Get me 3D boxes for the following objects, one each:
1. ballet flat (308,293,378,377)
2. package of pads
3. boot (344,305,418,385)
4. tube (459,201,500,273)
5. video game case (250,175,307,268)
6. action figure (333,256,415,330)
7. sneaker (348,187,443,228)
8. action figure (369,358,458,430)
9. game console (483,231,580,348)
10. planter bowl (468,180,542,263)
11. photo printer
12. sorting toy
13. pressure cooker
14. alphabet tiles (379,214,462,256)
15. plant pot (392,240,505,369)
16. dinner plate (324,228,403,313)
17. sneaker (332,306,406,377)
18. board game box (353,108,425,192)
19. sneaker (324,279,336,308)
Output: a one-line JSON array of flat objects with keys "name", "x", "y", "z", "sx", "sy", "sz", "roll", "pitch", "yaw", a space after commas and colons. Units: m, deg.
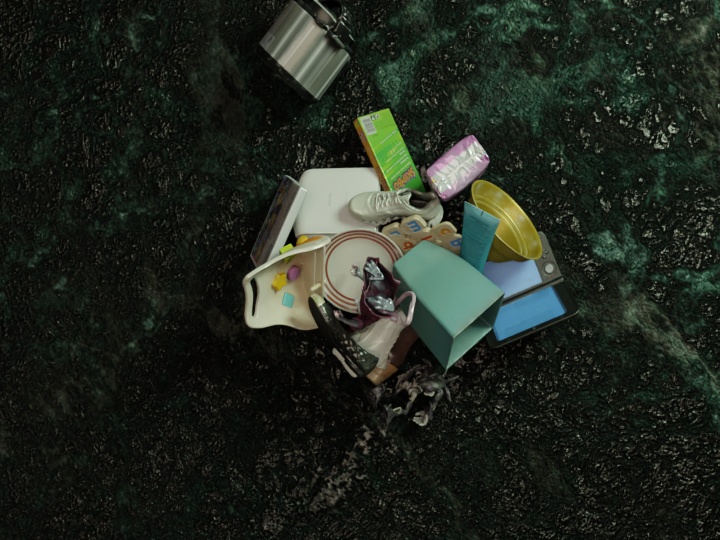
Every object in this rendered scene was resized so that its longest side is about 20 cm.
[{"name": "ballet flat", "x": -0.039, "y": 0.126, "z": 1.341, "sx": 0.057, "sy": 0.066, "sz": 0.202, "roll": -40, "pitch": 102, "yaw": -20}, {"name": "package of pads", "x": 0.193, "y": -0.199, "z": 1.345, "sx": 0.119, "sy": 0.200, "sz": 0.077, "roll": -36, "pitch": 89, "yaw": 7}, {"name": "boot", "x": 0.025, "y": 0.130, "z": 1.468, "sx": 0.199, "sy": 0.072, "sz": 0.167, "roll": 40, "pitch": 86, "yaw": 7}, {"name": "tube", "x": 0.221, "y": -0.045, "z": 1.292, "sx": 0.076, "sy": 0.203, "sz": 0.051, "roll": 26, "pitch": 56, "yaw": 19}, {"name": "video game case", "x": -0.179, "y": -0.097, "z": 1.431, "sx": 0.022, "sy": 0.182, "sz": 0.205, "roll": 22, "pitch": 98, "yaw": -21}, {"name": "action figure", "x": 0.032, "y": 0.055, "z": 1.313, "sx": 0.145, "sy": 0.201, "sz": 0.137, "roll": 19, "pitch": 67, "yaw": 2}, {"name": "sneaker", "x": 0.069, "y": -0.135, "z": 1.338, "sx": 0.193, "sy": 0.081, "sz": 0.078, "roll": 2, "pitch": 71, "yaw": 8}, {"name": "action figure", "x": 0.115, "y": 0.264, "z": 1.430, "sx": 0.195, "sy": 0.103, "sz": 0.120, "roll": -15, "pitch": 57, "yaw": -28}, {"name": "game console", "x": 0.325, "y": 0.037, "z": 1.376, "sx": 0.195, "sy": 0.116, "sz": 0.181, "roll": -23, "pitch": 89, "yaw": 9}, {"name": "planter bowl", "x": 0.274, "y": -0.080, "z": 1.363, "sx": 0.201, "sy": 0.200, "sz": 0.083, "roll": 49, "pitch": 124, "yaw": 4}, {"name": "photo printer", "x": -0.051, "y": -0.138, "z": 1.434, "sx": 0.193, "sy": 0.070, "sz": 0.172, "roll": 1, "pitch": 69, "yaw": 10}, {"name": "sorting toy", "x": -0.156, "y": 0.031, "z": 1.332, "sx": 0.106, "sy": 0.177, "sz": 0.205, "roll": 33, "pitch": 132, "yaw": 37}, {"name": "pressure cooker", "x": -0.101, "y": -0.478, "z": 1.396, "sx": 0.175, "sy": 0.178, "sz": 0.201, "roll": 41, "pitch": 99, "yaw": 8}, {"name": "alphabet tiles", "x": 0.134, "y": -0.038, "z": 1.381, "sx": 0.192, "sy": 0.015, "sz": 0.200, "roll": -19, "pitch": 132, "yaw": 36}, {"name": "plant pot", "x": 0.156, "y": 0.052, "z": 1.307, "sx": 0.140, "sy": 0.143, "sz": 0.200, "roll": -36, "pitch": 65, "yaw": -20}, {"name": "dinner plate", "x": 0.000, "y": 0.000, "z": 1.398, "sx": 0.193, "sy": 0.024, "sz": 0.206, "roll": 0, "pitch": 120, "yaw": 1}, {"name": "sneaker", "x": 0.043, "y": 0.151, "z": 1.400, "sx": 0.197, "sy": 0.078, "sz": 0.101, "roll": -33, "pitch": 93, "yaw": 8}, {"name": "board game box", "x": 0.065, "y": -0.241, "z": 1.426, "sx": 0.030, "sy": 0.094, "sz": 0.204, "roll": -31, "pitch": 84, "yaw": 54}, {"name": "sneaker", "x": -0.061, "y": 0.015, "z": 1.460, "sx": 0.073, "sy": 0.078, "sz": 0.206, "roll": 21, "pitch": 96, "yaw": 7}]
